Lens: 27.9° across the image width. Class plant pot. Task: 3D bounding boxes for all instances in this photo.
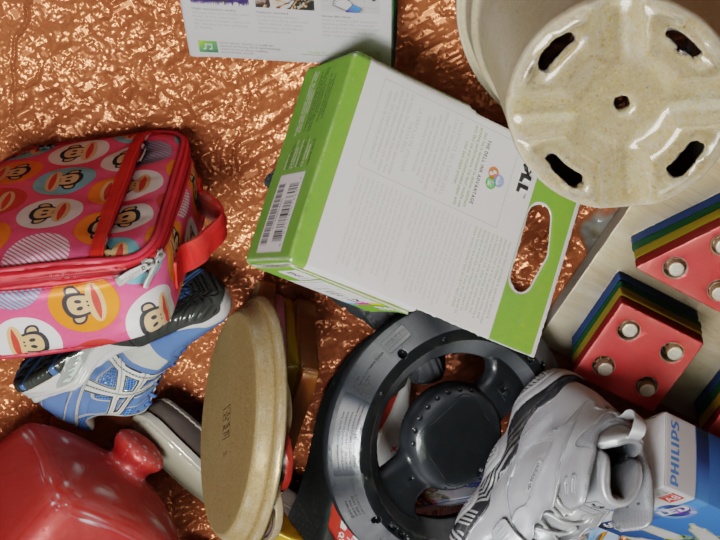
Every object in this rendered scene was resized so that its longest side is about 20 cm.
[{"bbox_3d":[0.158,-0.137,0.904,0.199,0.184,0.202,2,119,4],"label":"plant pot"}]

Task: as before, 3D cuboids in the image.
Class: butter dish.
[{"bbox_3d":[-0.210,0.188,1.120,0.200,0.199,0.148,38,94,-32],"label":"butter dish"}]

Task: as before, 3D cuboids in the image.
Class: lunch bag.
[{"bbox_3d":[-0.179,-0.022,0.989,0.175,0.200,0.082,-6,120,5],"label":"lunch bag"}]

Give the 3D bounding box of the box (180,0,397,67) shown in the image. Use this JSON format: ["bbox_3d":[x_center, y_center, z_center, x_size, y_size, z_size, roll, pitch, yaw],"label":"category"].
[{"bbox_3d":[-0.047,-0.205,0.916,0.143,0.037,0.200,4,152,3],"label":"box"}]

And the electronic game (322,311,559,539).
[{"bbox_3d":[0.064,0.119,1.049,0.199,0.042,0.201,-5,102,-26],"label":"electronic game"}]

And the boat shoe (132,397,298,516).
[{"bbox_3d":[-0.098,0.168,1.168,0.200,0.060,0.072,46,156,-15],"label":"boat shoe"}]

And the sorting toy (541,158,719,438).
[{"bbox_3d":[0.264,0.029,1.052,0.199,0.070,0.199,26,118,-9],"label":"sorting toy"}]

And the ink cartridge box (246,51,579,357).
[{"bbox_3d":[0.042,-0.038,0.994,0.199,0.076,0.149,22,79,-25],"label":"ink cartridge box"}]

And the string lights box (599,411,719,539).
[{"bbox_3d":[0.255,0.173,1.084,0.199,0.059,0.103,25,148,-31],"label":"string lights box"}]

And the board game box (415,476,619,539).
[{"bbox_3d":[0.108,0.241,1.159,0.199,0.041,0.201,-6,121,-18],"label":"board game box"}]

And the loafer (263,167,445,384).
[{"bbox_3d":[0.000,0.000,1.061,0.070,0.068,0.201,-25,107,15],"label":"loafer"}]

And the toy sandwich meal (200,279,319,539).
[{"bbox_3d":[-0.065,0.110,1.057,0.070,0.206,0.206,6,121,-19],"label":"toy sandwich meal"}]

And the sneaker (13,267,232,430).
[{"bbox_3d":[-0.172,0.060,1.114,0.199,0.076,0.077,-25,121,28],"label":"sneaker"}]

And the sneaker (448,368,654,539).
[{"bbox_3d":[0.131,0.172,1.003,0.075,0.115,0.201,23,89,-27],"label":"sneaker"}]

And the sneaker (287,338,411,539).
[{"bbox_3d":[0.015,0.151,1.151,0.108,0.067,0.203,16,96,-44],"label":"sneaker"}]
